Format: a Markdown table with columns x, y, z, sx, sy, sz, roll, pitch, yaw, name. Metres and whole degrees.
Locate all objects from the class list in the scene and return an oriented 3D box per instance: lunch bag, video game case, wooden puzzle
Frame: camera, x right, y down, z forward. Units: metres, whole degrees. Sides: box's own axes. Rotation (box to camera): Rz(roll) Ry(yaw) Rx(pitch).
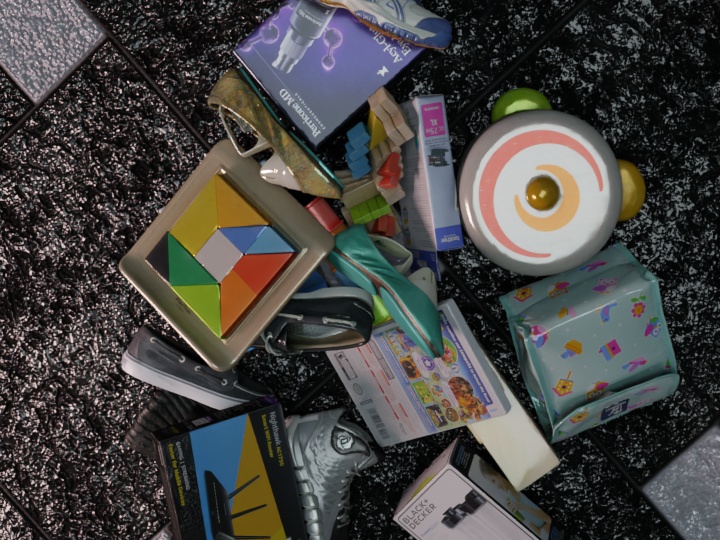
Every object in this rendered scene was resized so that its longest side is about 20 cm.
| x | y | z | sx | sy | sz | roll | pitch | yaw | name |
| --- | --- | --- | --- | --- | --- | --- | --- | --- | --- |
| 0.269 | 0.099 | 1.179 | 0.168 | 0.122 | 0.202 | -23 | 118 | -2 | lunch bag |
| 0.062 | 0.124 | 1.184 | 0.199 | 0.018 | 0.144 | -23 | 100 | 41 | video game case |
| -0.154 | -0.019 | 1.149 | 0.185 | 0.037 | 0.200 | 43 | 94 | 13 | wooden puzzle |

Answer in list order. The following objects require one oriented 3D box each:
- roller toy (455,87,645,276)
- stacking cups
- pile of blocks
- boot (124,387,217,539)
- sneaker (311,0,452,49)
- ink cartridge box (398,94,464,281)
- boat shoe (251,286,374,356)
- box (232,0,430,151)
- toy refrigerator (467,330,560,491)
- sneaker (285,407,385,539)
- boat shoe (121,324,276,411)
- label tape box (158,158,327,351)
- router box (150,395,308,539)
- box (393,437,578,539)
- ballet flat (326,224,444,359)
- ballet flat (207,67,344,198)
| x | y | z | sx | sy | sz | roll | pitch | yaw | name |
| --- | --- | --- | --- | --- | --- | --- | --- | --- | --- |
| 0.200 | -0.087 | 1.156 | 0.199 | 0.140 | 0.183 | 38 | 97 | -2 | roller toy |
| 0.000 | 0.000 | 1.211 | 0.060 | 0.061 | 0.201 | -33 | 95 | 5 | stacking cups |
| 0.015 | -0.103 | 1.153 | 0.081 | 0.063 | 0.202 | -7 | 132 | -11 | pile of blocks |
| -0.224 | 0.251 | 1.238 | 0.157 | 0.079 | 0.213 | 29 | 86 | -8 | boot |
| 0.015 | -0.303 | 1.071 | 0.198 | 0.075 | 0.089 | 26 | 96 | -1 | sneaker |
| 0.075 | -0.093 | 1.170 | 0.041 | 0.119 | 0.203 | -7 | 95 | -14 | ink cartridge box |
| -0.081 | 0.065 | 1.172 | 0.197 | 0.061 | 0.076 | -11 | 139 | 17 | boat shoe |
| -0.023 | -0.255 | 1.167 | 0.200 | 0.104 | 0.148 | -42 | 93 | 5 | box |
| 0.150 | 0.157 | 1.216 | 0.070 | 0.076 | 0.201 | -34 | 94 | 6 | toy refrigerator |
| -0.017 | 0.262 | 1.233 | 0.114 | 0.075 | 0.203 | -17 | 94 | 5 | sneaker |
| -0.180 | 0.115 | 1.208 | 0.198 | 0.070 | 0.067 | 23 | 99 | -19 | boat shoe |
| -0.130 | -0.012 | 1.217 | 0.143 | 0.063 | 0.202 | -24 | 94 | 5 | label tape box |
| -0.147 | 0.262 | 1.178 | 0.147 | 0.051 | 0.203 | -15 | 103 | -22 | router box |
| 0.151 | 0.311 | 1.221 | 0.200 | 0.060 | 0.117 | 41 | 118 | -2 | box |
| 0.040 | 0.011 | 1.117 | 0.070 | 0.068 | 0.200 | -39 | 56 | -11 | ballet flat |
| -0.099 | -0.138 | 1.138 | 0.071 | 0.071 | 0.200 | -42 | 77 | 6 | ballet flat |
